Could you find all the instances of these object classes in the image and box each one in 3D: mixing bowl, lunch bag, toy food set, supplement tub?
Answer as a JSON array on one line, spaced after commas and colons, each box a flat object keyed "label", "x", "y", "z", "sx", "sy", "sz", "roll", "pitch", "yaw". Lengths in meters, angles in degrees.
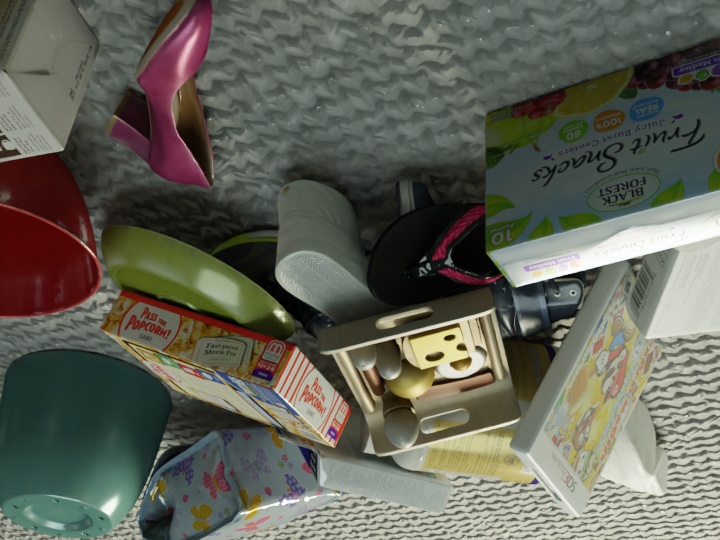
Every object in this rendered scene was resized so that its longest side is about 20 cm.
[{"label": "mixing bowl", "x": -0.312, "y": -0.051, "z": 0.821, "sx": 0.200, "sy": 0.108, "sz": 0.200, "roll": -1, "pitch": 151, "yaw": -1}, {"label": "lunch bag", "x": -0.155, "y": 0.261, "z": 1.195, "sx": 0.170, "sy": 0.127, "sz": 0.200, "roll": 2, "pitch": 150, "yaw": -46}, {"label": "toy food set", "x": 0.058, "y": 0.095, "z": 0.851, "sx": 0.143, "sy": 0.060, "sz": 0.200, "roll": -15, "pitch": 145, "yaw": 6}, {"label": "supplement tub", "x": 0.107, "y": 0.137, "z": 1.012, "sx": 0.200, "sy": 0.146, "sz": 0.145, "roll": 8, "pitch": 144, "yaw": -4}]

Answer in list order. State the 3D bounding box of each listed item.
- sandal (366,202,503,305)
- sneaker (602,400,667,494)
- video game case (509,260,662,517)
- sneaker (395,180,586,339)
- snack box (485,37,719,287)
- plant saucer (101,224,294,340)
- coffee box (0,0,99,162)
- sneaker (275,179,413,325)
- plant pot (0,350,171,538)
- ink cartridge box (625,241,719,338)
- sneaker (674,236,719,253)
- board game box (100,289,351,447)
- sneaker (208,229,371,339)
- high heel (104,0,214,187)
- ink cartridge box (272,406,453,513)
[{"label": "sandal", "x": 0.100, "y": -0.023, "z": 0.799, "sx": 0.200, "sy": 0.045, "sz": 0.075, "roll": -16, "pitch": 106, "yaw": -11}, {"label": "sneaker", "x": 0.296, "y": 0.209, "z": 1.148, "sx": 0.088, "sy": 0.075, "sz": 0.200, "roll": -1, "pitch": 146, "yaw": 27}, {"label": "video game case", "x": 0.219, "y": 0.114, "z": 0.929, "sx": 0.023, "sy": 0.200, "sz": 0.182, "roll": 19, "pitch": 161, "yaw": 36}, {"label": "sneaker", "x": 0.116, "y": -0.014, "z": 0.870, "sx": 0.146, "sy": 0.077, "sz": 0.202, "roll": -16, "pitch": 132, "yaw": 11}, {"label": "snack box", "x": 0.191, "y": -0.078, "z": 0.712, "sx": 0.200, "sy": 0.142, "sz": 0.053, "roll": -16, "pitch": 139, "yaw": 25}, {"label": "plant saucer", "x": -0.157, "y": 0.026, "z": 0.919, "sx": 0.200, "sy": 0.031, "sz": 0.200, "roll": 22, "pitch": 159, "yaw": 9}, {"label": "coffee box", "x": -0.305, "y": -0.135, "z": 0.713, "sx": 0.200, "sy": 0.113, "sz": 0.080, "roll": -8, "pitch": 141, "yaw": 16}, {"label": "sneaker", "x": 0.000, "y": 0.000, "z": 0.865, "sx": 0.074, "sy": 0.116, "sz": 0.200, "roll": -28, "pitch": 132, "yaw": 20}, {"label": "plant pot", "x": -0.332, "y": 0.214, "z": 1.151, "sx": 0.200, "sy": 0.161, "sz": 0.201, "roll": 3, "pitch": 144, "yaw": 2}, {"label": "ink cartridge box", "x": 0.345, "y": -0.020, "z": 0.852, "sx": 0.200, "sy": 0.047, "sz": 0.160, "roll": -7, "pitch": 134, "yaw": -13}, {"label": "sneaker", "x": 0.301, "y": -0.099, "z": 0.736, "sx": 0.200, "sy": 0.089, "sz": 0.075, "roll": -28, "pitch": 152, "yaw": 3}, {"label": "board game box", "x": -0.125, "y": 0.094, "z": 0.937, "sx": 0.200, "sy": 0.046, "sz": 0.152, "roll": 15, "pitch": 157, "yaw": 27}, {"label": "sneaker", "x": -0.049, "y": 0.019, "z": 0.922, "sx": 0.200, "sy": 0.081, "sz": 0.074, "roll": 9, "pitch": 143, "yaw": -6}, {"label": "high heel", "x": -0.123, "y": -0.126, "z": 0.736, "sx": 0.096, "sy": 0.067, "sz": 0.200, "roll": 29, "pitch": 143, "yaw": -15}, {"label": "ink cartridge box", "x": -0.022, "y": 0.188, "z": 1.082, "sx": 0.200, "sy": 0.200, "sz": 0.041, "roll": 19, "pitch": 97, "yaw": -18}]
